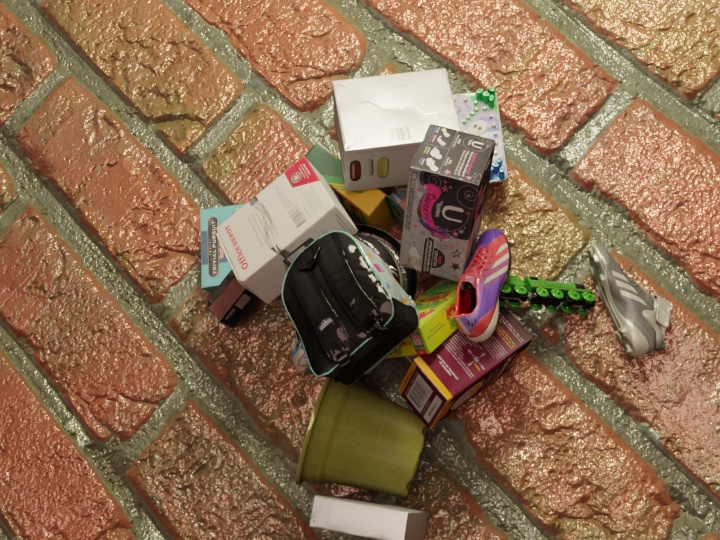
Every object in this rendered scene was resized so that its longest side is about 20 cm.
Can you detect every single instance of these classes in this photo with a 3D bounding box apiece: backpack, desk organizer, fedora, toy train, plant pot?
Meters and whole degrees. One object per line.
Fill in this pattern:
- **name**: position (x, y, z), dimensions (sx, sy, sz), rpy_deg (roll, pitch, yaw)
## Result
- **backpack**: position (-0.019, 0.050, 1.397), dimensions (0.176, 0.153, 0.201), rpy_deg (-43, 64, 17)
- **desk organizer**: position (-0.200, -0.004, 1.636), dimensions (0.077, 0.072, 0.201), rpy_deg (38, 89, 20)
- **fedora**: position (0.000, 0.000, 1.537), dimensions (0.197, 0.092, 0.204), rpy_deg (-2, 69, 5)
- **toy train**: position (0.298, 0.036, 1.524), dimensions (0.197, 0.042, 0.057), rpy_deg (6, 38, -20)
- **plant pot**: position (0.010, 0.279, 1.511), dimensions (0.181, 0.201, 0.203), rpy_deg (17, 80, 6)

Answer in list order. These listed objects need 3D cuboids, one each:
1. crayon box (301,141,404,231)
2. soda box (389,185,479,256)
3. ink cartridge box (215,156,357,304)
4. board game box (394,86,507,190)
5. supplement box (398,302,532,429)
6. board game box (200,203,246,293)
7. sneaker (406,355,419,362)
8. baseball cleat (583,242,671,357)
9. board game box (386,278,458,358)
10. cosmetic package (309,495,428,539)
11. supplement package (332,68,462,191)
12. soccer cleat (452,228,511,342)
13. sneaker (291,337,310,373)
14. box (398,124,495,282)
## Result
- **crayon box**: position (-0.009, -0.131, 1.640), dimensions (0.199, 0.126, 0.052), rpy_deg (38, 82, 19)
- **soda box**: position (0.138, -0.074, 1.619), dimensions (0.063, 0.069, 0.200), rpy_deg (-41, 71, -8)
- **ink cartridge box**: position (-0.125, -0.066, 1.525), dimensions (0.199, 0.083, 0.146), rpy_deg (-38, 48, 7)
- **board game box**: position (0.154, -0.239, 1.643), dimensions (0.196, 0.026, 0.203), rpy_deg (-5, 60, 5)
- **supplement box**: position (0.169, 0.152, 1.489), dimensions (0.199, 0.111, 0.086), rpy_deg (-31, 69, -29)
- **board game box**: position (-0.196, -0.047, 1.707), dimensions (0.197, 0.047, 0.154), rpy_deg (-7, 75, 12)
- **sneaker**: position (0.078, 0.094, 1.588), dimensions (0.074, 0.079, 0.200), rpy_deg (-42, 72, -2)
- **baseball cleat**: position (0.447, 0.041, 1.528), dimensions (0.105, 0.070, 0.203), rpy_deg (-16, 77, -6)
- **board game box**: position (0.123, 0.071, 1.498), dimensions (0.101, 0.199, 0.048), rpy_deg (-11, 107, 45)
- **cosmetic package**: position (0.018, 0.393, 1.460), dimensions (0.148, 0.200, 0.053), rpy_deg (9, 78, 15)
- **supplement package**: position (0.060, -0.237, 1.563), dimensions (0.196, 0.111, 0.158), rpy_deg (-7, 59, -4)
- **soccer cleat**: position (0.190, 0.011, 1.456), dimensions (0.068, 0.073, 0.203), rpy_deg (-10, 54, 39)
- **sneaker**: position (-0.061, 0.123, 1.550), dimensions (0.071, 0.199, 0.073), rpy_deg (-23, 88, -36)
- **box**: position (0.137, -0.104, 1.467), dimensions (0.113, 0.202, 0.133), rpy_deg (14, 43, 12)
